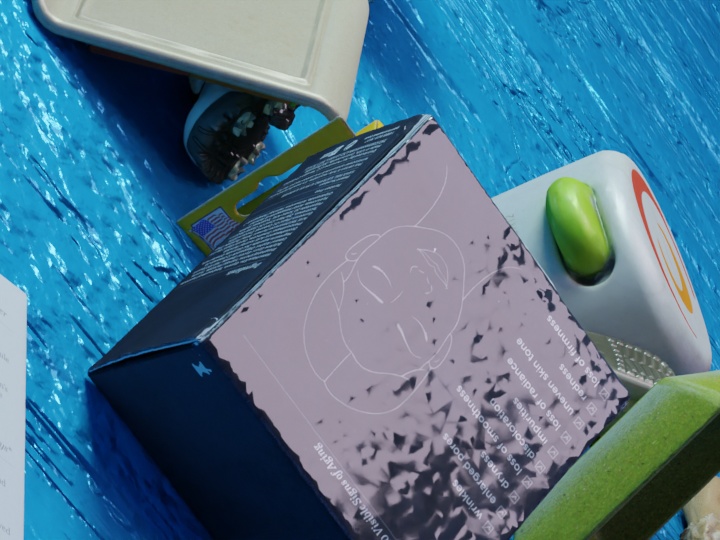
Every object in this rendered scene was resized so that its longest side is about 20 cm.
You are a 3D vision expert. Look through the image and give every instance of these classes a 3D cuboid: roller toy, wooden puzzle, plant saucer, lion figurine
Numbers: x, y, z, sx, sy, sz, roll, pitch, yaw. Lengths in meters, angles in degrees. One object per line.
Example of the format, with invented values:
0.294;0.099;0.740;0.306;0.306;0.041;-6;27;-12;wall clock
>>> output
0.162;0.021;1.937;0.201;0.139;0.183;64;14;-12;roller toy
-0.095;-0.157;1.638;0.199;0.037;0.185;20;29;-5;wooden puzzle
0.187;0.133;1.776;0.048;0.200;0.200;49;17;16;plant saucer
0.281;0.209;2.077;0.122;0.072;0.200;44;10;-17;lion figurine

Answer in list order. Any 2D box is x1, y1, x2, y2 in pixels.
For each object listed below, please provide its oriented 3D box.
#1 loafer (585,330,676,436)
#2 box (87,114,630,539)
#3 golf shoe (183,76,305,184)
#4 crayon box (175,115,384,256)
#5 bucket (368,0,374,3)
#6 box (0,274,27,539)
0.118;0.067;1.816;0.199;0.069;0.076;22;20;-6;loafer
0.002;0.061;1.411;0.197;0.124;0.200;-45;106;-34;box
-0.084;-0.116;1.681;0.088;0.077;0.200;32;24;2;golf shoe
0.000;0.000;1.605;0.200;0.125;0.052;50;22;-23;crayon box
0.006;-0.308;2.033;0.207;0.134;0.208;49;22;-27;bucket
-0.218;0.060;1.042;0.152;0.106;0.200;44;26;-35;box
